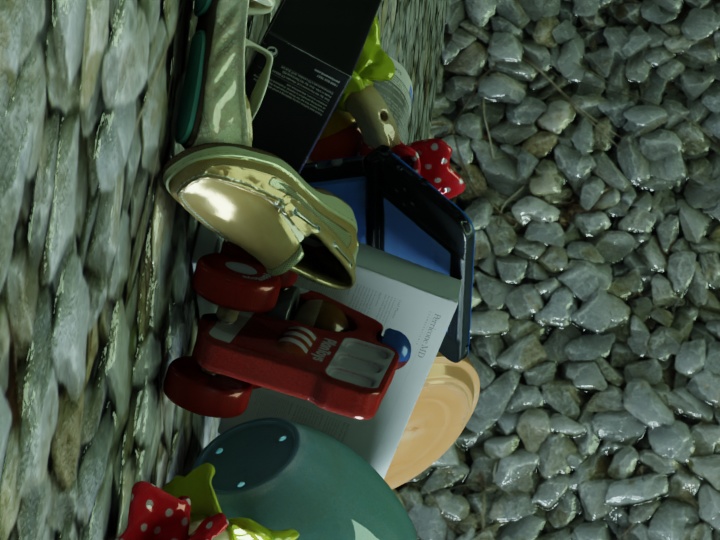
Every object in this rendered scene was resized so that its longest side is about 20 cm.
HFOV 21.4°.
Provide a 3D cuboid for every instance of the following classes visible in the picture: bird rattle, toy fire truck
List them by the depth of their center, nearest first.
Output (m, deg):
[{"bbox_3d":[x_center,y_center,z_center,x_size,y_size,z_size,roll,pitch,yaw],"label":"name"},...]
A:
[{"bbox_3d":[-0.126,0.229,1.381,0.200,0.113,0.163,-43,155,-77],"label":"bird rattle"},{"bbox_3d":[-0.049,0.056,1.474,0.200,0.168,0.112,-51,159,-74],"label":"toy fire truck"},{"bbox_3d":[-0.003,-0.129,1.737,0.113,0.163,0.200,-47,112,-32],"label":"bird rattle"}]

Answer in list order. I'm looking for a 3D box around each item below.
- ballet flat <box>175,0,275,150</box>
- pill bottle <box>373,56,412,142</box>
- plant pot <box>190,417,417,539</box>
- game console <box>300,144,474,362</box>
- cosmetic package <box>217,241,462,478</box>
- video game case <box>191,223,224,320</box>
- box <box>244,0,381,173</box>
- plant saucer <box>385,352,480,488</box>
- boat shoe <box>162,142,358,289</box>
[{"bbox_3d":[-0.093,-0.178,1.396,0.067,0.062,0.200,-168,-94,-70],"label":"ballet flat"},{"bbox_3d":[-0.010,-0.136,2.047,0.200,0.114,0.114,-79,173,-45],"label":"pill bottle"},{"bbox_3d":[-0.069,0.199,1.551,0.200,0.200,0.135,-76,150,-54],"label":"plant pot"},{"bbox_3d":[0.000,0.000,1.655,0.118,0.171,0.200,-35,149,-23],"label":"game console"},{"bbox_3d":[-0.018,0.074,1.626,0.052,0.151,0.200,-68,180,-65],"label":"cosmetic package"},{"bbox_3d":[-0.115,-0.001,1.624,0.200,0.018,0.143,88,9,-53],"label":"video game case"},{"bbox_3d":[-0.056,-0.150,1.532,0.141,0.079,0.200,-57,-173,27],"label":"box"},{"bbox_3d":[0.028,0.152,1.810,0.032,0.200,0.200,55,-20,33],"label":"plant saucer"},{"bbox_3d":[-0.064,-0.033,1.409,0.200,0.072,0.076,20,48,-47],"label":"boat shoe"}]
